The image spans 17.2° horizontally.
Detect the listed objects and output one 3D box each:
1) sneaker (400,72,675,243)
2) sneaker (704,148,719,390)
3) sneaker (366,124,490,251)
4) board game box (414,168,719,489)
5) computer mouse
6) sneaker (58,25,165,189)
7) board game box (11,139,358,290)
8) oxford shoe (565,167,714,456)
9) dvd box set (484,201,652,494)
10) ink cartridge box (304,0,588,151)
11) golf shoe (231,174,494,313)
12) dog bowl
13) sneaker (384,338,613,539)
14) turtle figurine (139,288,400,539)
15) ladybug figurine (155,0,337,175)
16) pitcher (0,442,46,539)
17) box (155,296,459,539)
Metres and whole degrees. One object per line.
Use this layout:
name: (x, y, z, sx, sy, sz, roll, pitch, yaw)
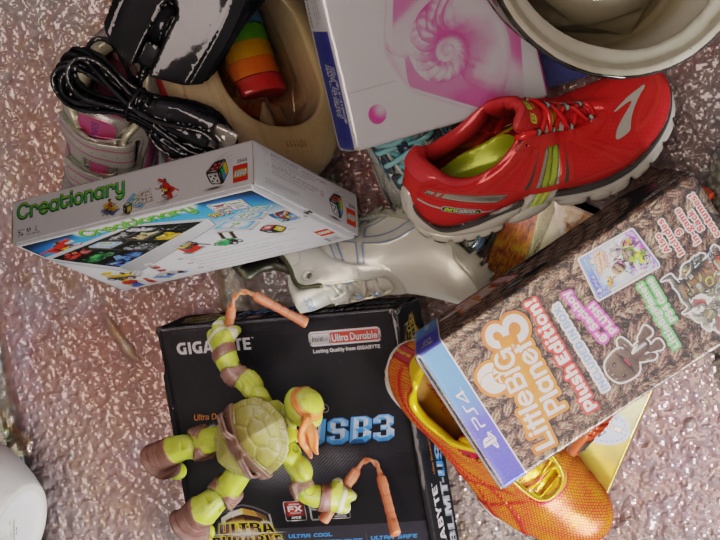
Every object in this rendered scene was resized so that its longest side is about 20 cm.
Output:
sneaker: (0.118, -0.085, 1.560, 0.199, 0.085, 0.077, -27, 53, -9)
sneaker: (0.288, -0.007, 1.598, 0.099, 0.070, 0.202, 2, 84, -17)
sneaker: (0.025, -0.094, 1.636, 0.077, 0.086, 0.201, -26, 96, 17)
board game box: (0.141, 0.032, 1.482, 0.199, 0.159, 0.097, -33, 92, 2)
computer mouse: (-0.107, -0.180, 1.563, 0.138, 0.053, 0.201, 25, 80, 11)
sneaker: (-0.180, -0.093, 1.690, 0.081, 0.088, 0.202, 10, 103, 13)
board game box: (-0.118, -0.034, 1.596, 0.199, 0.126, 0.035, -12, 69, 29)
oxford shoe: (0.168, 0.026, 1.603, 0.072, 0.071, 0.201, 24, 94, 13)
dvd box set: (0.139, 0.054, 1.663, 0.146, 0.029, 0.201, 25, 105, 9)
ink cartridge box: (0.057, -0.199, 1.572, 0.199, 0.043, 0.198, -18, 101, -18)
golf shoe: (0.000, 0.000, 1.634, 0.199, 0.078, 0.098, 21, 66, 33)
dog bowl: (0.156, -0.226, 1.546, 0.199, 0.074, 0.202, -2, 96, -20)
sneaker: (0.095, 0.125, 1.612, 0.200, 0.077, 0.073, 39, 87, -17)
turtle figurine: (-0.072, 0.128, 1.650, 0.161, 0.064, 0.201, -36, 88, 30)
ladybug figurine: (-0.087, -0.139, 1.642, 0.072, 0.135, 0.201, -39, 62, 49)
pitcher: (-0.337, 0.186, 1.780, 0.199, 0.121, 0.173, 18, 125, 22)
box: (-0.037, 0.126, 1.698, 0.199, 0.050, 0.200, -4, 101, 26)
